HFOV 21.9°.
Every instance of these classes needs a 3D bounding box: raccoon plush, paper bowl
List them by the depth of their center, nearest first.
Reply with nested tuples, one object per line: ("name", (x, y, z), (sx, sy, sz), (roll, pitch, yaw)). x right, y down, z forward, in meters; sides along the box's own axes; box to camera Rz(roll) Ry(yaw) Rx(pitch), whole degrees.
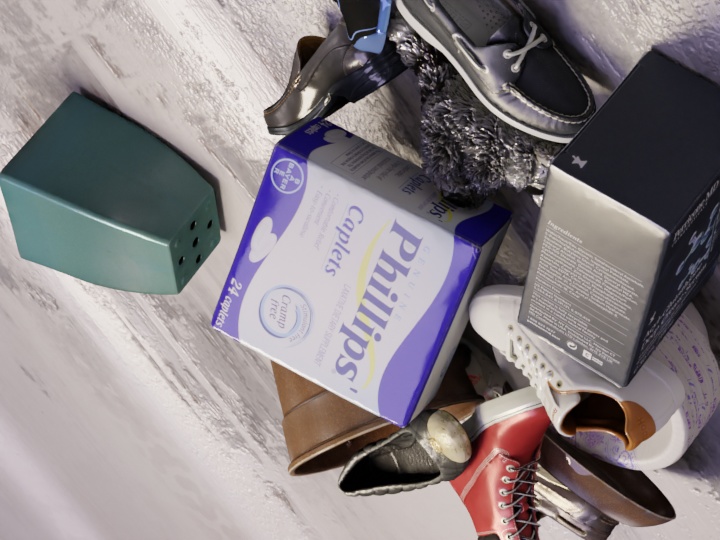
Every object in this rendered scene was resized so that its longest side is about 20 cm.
("raccoon plush", (0.106, -0.132, 1.512), (0.134, 0.097, 0.200), (-19, 114, 49))
("paper bowl", (0.220, 0.068, 1.608), (0.200, 0.104, 0.201), (30, 148, 21))

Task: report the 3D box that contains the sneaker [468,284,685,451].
("sneaker", (0.157, 0.078, 1.506), (0.199, 0.085, 0.073), (27, 145, 30))

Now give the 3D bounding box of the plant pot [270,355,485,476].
("plant pot", (-0.006, 0.068, 1.770), (0.200, 0.199, 0.200), (-44, 63, 61))

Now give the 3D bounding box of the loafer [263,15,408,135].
("loafer", (-0.030, -0.177, 1.646), (0.200, 0.073, 0.073), (-26, 100, 49))

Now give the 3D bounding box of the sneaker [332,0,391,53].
("sneaker", (-0.011, -0.259, 1.480), (0.077, 0.070, 0.201), (2, 135, 0))

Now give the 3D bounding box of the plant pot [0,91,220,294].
("plant pot", (-0.258, -0.067, 2.005), (0.199, 0.142, 0.142), (23, 146, 19))

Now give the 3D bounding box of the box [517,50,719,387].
("box", (0.212, -0.037, 1.431), (0.107, 0.149, 0.201), (31, 147, 19))

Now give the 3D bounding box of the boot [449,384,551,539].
("boot", (0.142, 0.183, 1.613), (0.145, 0.072, 0.200), (69, 153, 17))

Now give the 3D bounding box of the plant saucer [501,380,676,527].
("plant saucer", (0.204, 0.176, 1.724), (0.200, 0.032, 0.200), (37, -171, -6))

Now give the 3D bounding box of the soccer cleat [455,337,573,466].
("soccer cleat", (0.124, 0.123, 1.835), (0.200, 0.069, 0.078), (37, 163, 19))

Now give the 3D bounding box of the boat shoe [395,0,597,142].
("boat shoe", (0.107, -0.179, 1.457), (0.200, 0.076, 0.060), (38, 156, 9))

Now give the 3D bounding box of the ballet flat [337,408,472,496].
("ballet flat", (0.043, 0.172, 1.662), (0.067, 0.057, 0.200), (59, 150, 4))

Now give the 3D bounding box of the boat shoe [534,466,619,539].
("boat shoe", (0.172, 0.220, 1.873), (0.199, 0.074, 0.074), (20, -178, 36))

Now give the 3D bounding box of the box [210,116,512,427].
("box", (0.000, 0.000, 1.600), (0.199, 0.105, 0.185), (26, 113, 10))
